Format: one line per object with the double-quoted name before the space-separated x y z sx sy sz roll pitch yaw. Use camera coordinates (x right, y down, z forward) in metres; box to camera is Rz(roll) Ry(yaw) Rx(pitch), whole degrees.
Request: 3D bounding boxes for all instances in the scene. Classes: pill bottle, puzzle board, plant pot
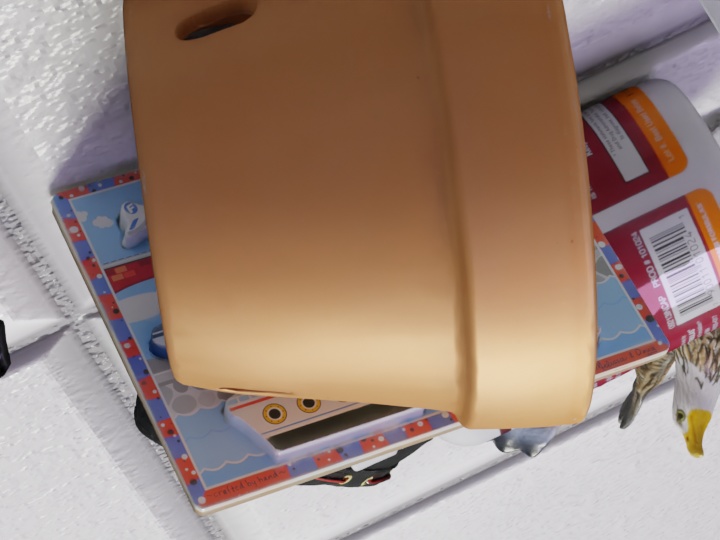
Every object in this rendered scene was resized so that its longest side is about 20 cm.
"pill bottle" 0.068 0.006 1.049 0.200 0.113 0.113 -26 155 -1
"puzzle board" 0.000 0.000 0.925 0.200 0.151 0.017 -18 148 -19
"plant pot" -0.004 -0.036 0.829 0.140 0.200 0.200 -8 153 -2

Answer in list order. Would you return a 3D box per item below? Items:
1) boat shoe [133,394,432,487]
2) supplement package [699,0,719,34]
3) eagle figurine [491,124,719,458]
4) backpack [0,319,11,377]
"boat shoe" -0.035 0.071 1.118 0.063 0.074 0.201 -49 153 24
"supplement package" 0.176 -0.137 0.773 0.151 0.200 0.152 -35 153 17
"eagle figurine" 0.152 0.022 1.184 0.200 0.151 0.152 -11 130 50
"backpack" -0.242 0.060 0.755 0.200 0.147 0.183 -64 153 -7
